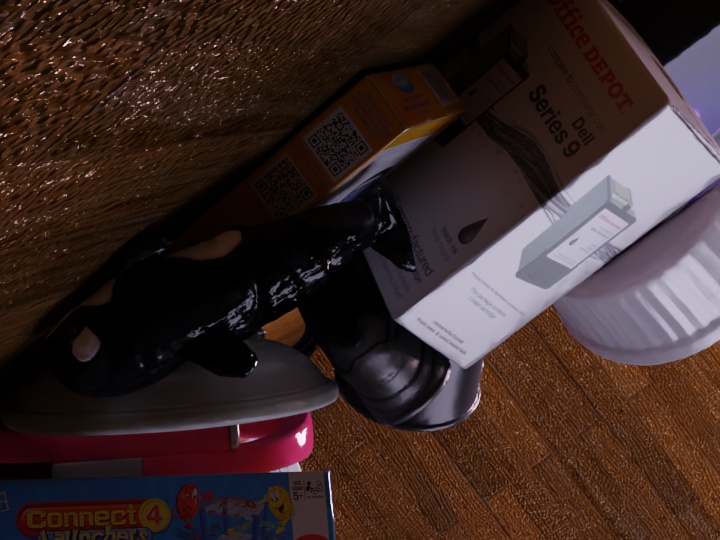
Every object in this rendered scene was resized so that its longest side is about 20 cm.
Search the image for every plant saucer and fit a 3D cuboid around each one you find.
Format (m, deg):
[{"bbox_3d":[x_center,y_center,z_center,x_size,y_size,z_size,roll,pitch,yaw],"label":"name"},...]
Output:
[{"bbox_3d":[-0.113,0.059,0.862,0.198,0.051,0.200,-4,-178,0],"label":"plant saucer"}]

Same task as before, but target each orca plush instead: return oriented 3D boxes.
[{"bbox_3d":[-0.061,0.028,0.746,0.199,0.071,0.105,-16,149,-15],"label":"orca plush"}]

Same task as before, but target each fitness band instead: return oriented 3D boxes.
[{"bbox_3d":[-0.128,0.100,0.886,0.198,0.038,0.144,-3,-175,-5],"label":"fitness band"}]

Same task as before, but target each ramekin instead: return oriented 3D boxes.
[{"bbox_3d":[0.211,-0.039,1.097,0.200,0.201,0.098,-38,134,15],"label":"ramekin"}]

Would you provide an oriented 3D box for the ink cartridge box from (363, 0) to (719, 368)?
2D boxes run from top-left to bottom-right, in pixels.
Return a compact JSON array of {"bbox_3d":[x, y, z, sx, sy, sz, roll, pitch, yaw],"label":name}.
[{"bbox_3d":[0.093,-0.064,0.866,0.200,0.146,0.084,-39,136,16],"label":"ink cartridge box"}]

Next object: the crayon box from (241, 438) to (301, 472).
[{"bbox_3d":[-0.126,0.105,1.066,0.125,0.201,0.051,-35,-142,-28],"label":"crayon box"}]

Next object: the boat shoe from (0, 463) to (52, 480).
[{"bbox_3d":[-0.192,0.141,0.973,0.199,0.074,0.063,-14,166,-17],"label":"boat shoe"}]

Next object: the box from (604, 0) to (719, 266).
[{"bbox_3d":[0.185,-0.117,0.985,0.200,0.105,0.148,-37,140,16],"label":"box"}]

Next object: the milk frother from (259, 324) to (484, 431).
[{"bbox_3d":[0.000,0.000,1.095,0.199,0.181,0.189,-6,126,-22],"label":"milk frother"}]

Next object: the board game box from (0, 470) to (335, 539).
[{"bbox_3d":[-0.137,0.163,0.849,0.194,0.056,0.200,1,162,-21],"label":"board game box"}]

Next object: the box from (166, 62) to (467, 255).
[{"bbox_3d":[-0.039,-0.039,0.816,0.200,0.042,0.119,-36,178,22],"label":"box"}]

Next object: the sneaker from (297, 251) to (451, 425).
[{"bbox_3d":[-0.012,0.004,0.904,0.076,0.091,0.200,-41,-140,3],"label":"sneaker"}]
